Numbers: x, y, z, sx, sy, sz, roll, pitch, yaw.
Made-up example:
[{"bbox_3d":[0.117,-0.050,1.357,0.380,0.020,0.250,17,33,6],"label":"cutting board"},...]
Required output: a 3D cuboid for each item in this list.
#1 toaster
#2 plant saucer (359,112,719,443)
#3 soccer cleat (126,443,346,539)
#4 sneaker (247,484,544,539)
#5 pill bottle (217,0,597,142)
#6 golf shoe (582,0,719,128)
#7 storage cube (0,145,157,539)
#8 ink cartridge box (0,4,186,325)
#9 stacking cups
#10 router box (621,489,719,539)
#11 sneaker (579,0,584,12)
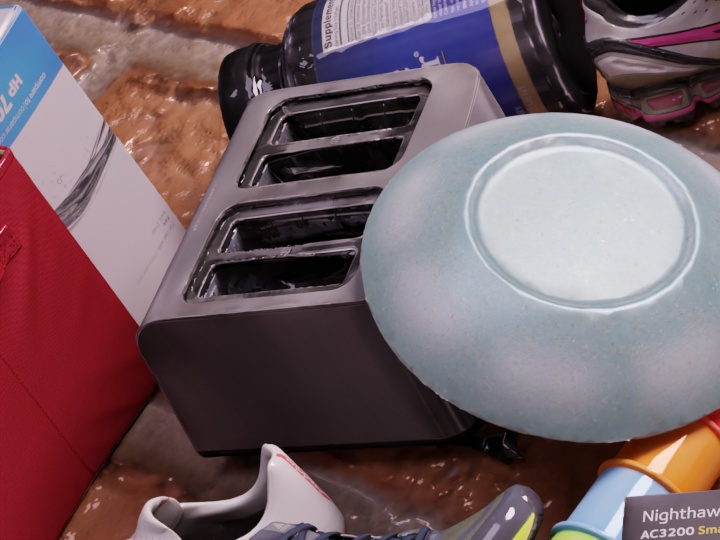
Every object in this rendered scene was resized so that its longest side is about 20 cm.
[{"bbox_3d":[0.000,0.000,1.172,0.200,0.119,0.181,-5,45,31],"label":"toaster"},{"bbox_3d":[0.101,-0.012,1.048,0.201,0.039,0.201,2,50,-3],"label":"plant saucer"},{"bbox_3d":[-0.101,0.157,1.084,0.200,0.085,0.069,-29,24,1],"label":"soccer cleat"},{"bbox_3d":[-0.010,0.143,1.011,0.200,0.081,0.074,-30,-1,13],"label":"sneaker"},{"bbox_3d":[0.025,-0.113,1.290,0.200,0.112,0.112,-16,39,21],"label":"pill bottle"},{"bbox_3d":[0.217,-0.154,1.218,0.200,0.092,0.073,-25,35,7],"label":"golf shoe"},{"bbox_3d":[-0.248,0.052,1.239,0.200,0.180,0.171,0,47,37],"label":"storage cube"},{"bbox_3d":[-0.215,-0.053,1.318,0.146,0.200,0.086,-1,48,36],"label":"ink cartridge box"},{"bbox_3d":[0.120,0.117,1.003,0.060,0.061,0.200,13,54,44],"label":"stacking cups"},{"bbox_3d":[0.199,0.156,0.879,0.200,0.052,0.157,-6,42,16],"label":"router box"},{"bbox_3d":[0.123,-0.218,1.369,0.075,0.081,0.200,-32,36,-4],"label":"sneaker"}]
